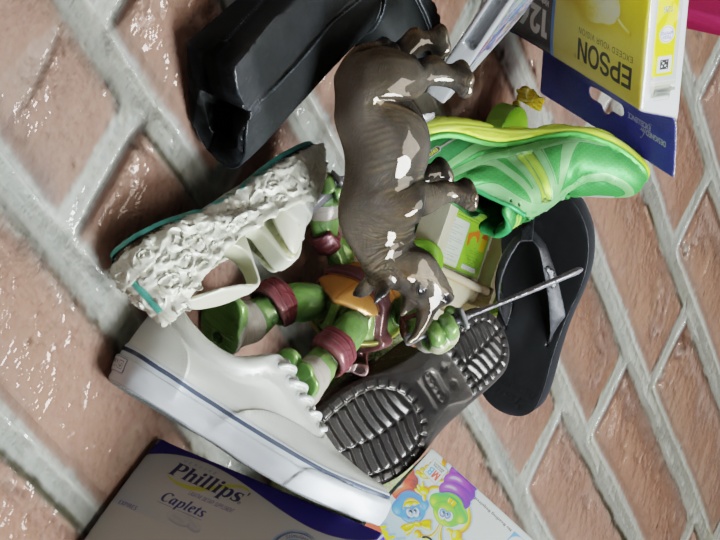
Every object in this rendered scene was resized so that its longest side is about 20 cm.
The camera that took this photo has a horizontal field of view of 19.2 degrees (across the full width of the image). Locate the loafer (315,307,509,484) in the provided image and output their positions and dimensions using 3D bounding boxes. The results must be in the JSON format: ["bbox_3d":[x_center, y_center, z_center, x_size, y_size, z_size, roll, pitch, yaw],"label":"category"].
[{"bbox_3d":[0.021,0.098,1.505,0.199,0.071,0.073,-30,99,-32],"label":"loafer"}]

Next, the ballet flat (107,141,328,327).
[{"bbox_3d":[-0.078,-0.018,1.337,0.200,0.071,0.072,-32,132,-45],"label":"ballet flat"}]

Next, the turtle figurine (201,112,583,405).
[{"bbox_3d":[0.000,0.000,1.419,0.194,0.199,0.145,-33,99,-44],"label":"turtle figurine"}]

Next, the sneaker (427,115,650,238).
[{"bbox_3d":[0.115,-0.063,1.558,0.074,0.198,0.084,135,-45,-68],"label":"sneaker"}]

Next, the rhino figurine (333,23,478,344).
[{"bbox_3d":[0.025,-0.053,1.350,0.087,0.060,0.202,-7,100,-25],"label":"rhino figurine"}]

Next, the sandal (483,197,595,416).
[{"bbox_3d":[0.133,0.021,1.645,0.043,0.076,0.202,-23,124,-56],"label":"sandal"}]

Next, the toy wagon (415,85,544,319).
[{"bbox_3d":[0.092,-0.049,1.656,0.155,0.039,0.201,24,83,-62],"label":"toy wagon"}]

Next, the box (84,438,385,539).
[{"bbox_3d":[-0.066,0.235,1.383,0.105,0.183,0.201,-51,144,-31],"label":"box"}]

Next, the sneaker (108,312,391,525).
[{"bbox_3d":[-0.057,0.089,1.327,0.071,0.199,0.073,-59,-166,-7],"label":"sneaker"}]

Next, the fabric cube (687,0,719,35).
[{"bbox_3d":[0.285,-0.291,1.698,0.200,0.198,0.198,6,99,-61],"label":"fabric cube"}]

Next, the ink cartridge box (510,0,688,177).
[{"bbox_3d":[0.173,-0.193,1.570,0.047,0.198,0.201,-7,116,-25],"label":"ink cartridge box"}]

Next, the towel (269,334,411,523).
[{"bbox_3d":[-0.005,0.127,1.584,0.200,0.036,0.149,-14,116,-58],"label":"towel"}]

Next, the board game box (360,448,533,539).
[{"bbox_3d":[0.028,0.230,1.526,0.103,0.105,0.200,-45,174,-31],"label":"board game box"}]

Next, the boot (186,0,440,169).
[{"bbox_3d":[-0.027,-0.131,1.370,0.200,0.065,0.166,-52,139,-37],"label":"boot"}]

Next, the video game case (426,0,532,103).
[{"bbox_3d":[0.122,-0.212,1.411,0.143,0.018,0.200,-51,177,-45],"label":"video game case"}]
